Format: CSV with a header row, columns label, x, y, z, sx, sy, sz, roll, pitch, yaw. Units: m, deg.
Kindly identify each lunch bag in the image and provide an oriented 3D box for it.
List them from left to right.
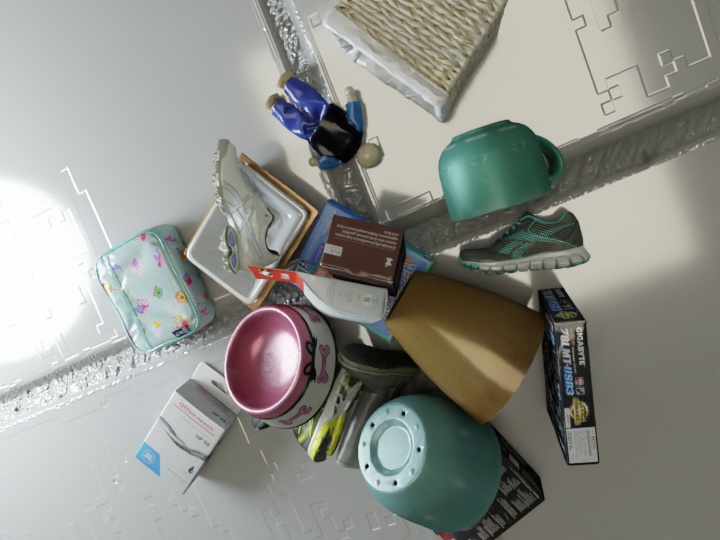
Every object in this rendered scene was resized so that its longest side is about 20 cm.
label,x,y,z,sx,sy,sz,roll,pitch,yaw
lunch bag,-0.356,0.038,1.077,0.158,0.077,0.203,-23,96,14

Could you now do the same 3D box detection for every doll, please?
label,x,y,z,sx,sy,sz,roll,pitch,yaw
doll,-0.051,-0.230,0.983,0.199,0.048,0.137,37,106,2

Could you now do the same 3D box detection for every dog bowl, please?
label,x,y,z,sx,sy,sz,roll,pitch,yaw
dog bowl,-0.135,0.146,0.998,0.197,0.073,0.205,-11,70,31

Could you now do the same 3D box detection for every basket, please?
label,x,y,z,sx,sy,sz,roll,pitch,yaw
basket,0.078,-0.334,0.865,0.198,0.198,0.162,34,101,3

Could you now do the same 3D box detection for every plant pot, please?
label,x,y,z,sx,sy,sz,roll,pitch,yaw
plant pot,0.091,0.281,0.946,0.198,0.160,0.205,-19,57,33
plant pot,0.141,0.092,0.934,0.198,0.187,0.188,32,105,0

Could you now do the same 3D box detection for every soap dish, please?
label,x,y,z,sx,sy,sz,roll,pitch,yaw
soap dish,-0.177,-0.063,1.022,0.156,0.081,0.202,35,105,2

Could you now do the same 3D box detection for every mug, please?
label,x,y,z,sx,sy,sz,roll,pitch,yaw
mug,0.196,-0.152,0.913,0.150,0.184,0.117,-14,97,37

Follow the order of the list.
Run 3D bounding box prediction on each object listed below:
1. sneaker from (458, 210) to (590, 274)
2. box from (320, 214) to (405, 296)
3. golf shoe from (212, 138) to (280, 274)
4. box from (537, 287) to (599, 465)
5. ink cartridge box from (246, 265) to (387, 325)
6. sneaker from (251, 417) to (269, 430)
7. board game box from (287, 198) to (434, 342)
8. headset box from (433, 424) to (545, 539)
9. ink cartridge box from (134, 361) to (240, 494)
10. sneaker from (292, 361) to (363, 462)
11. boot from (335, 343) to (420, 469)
label,x,y,z,sx,sy,sz,roll,pitch,yaw
sneaker,0.247,-0.044,0.961,0.195,0.078,0.094,-6,84,8
box,0.010,-0.016,0.886,0.098,0.200,0.077,13,86,6
golf shoe,-0.172,-0.099,0.947,0.095,0.078,0.205,-7,105,-6
box,0.299,0.145,0.912,0.048,0.200,0.203,-5,99,9
ink cartridge box,-0.066,0.038,0.915,0.195,0.160,0.048,10,82,-4
sneaker,-0.131,0.187,1.078,0.079,0.075,0.201,41,103,19
board game box,0.000,0.000,1.020,0.197,0.045,0.154,30,104,4
headset box,0.181,0.370,1.042,0.149,0.075,0.200,45,105,0
ink cartridge box,-0.303,0.281,1.120,0.115,0.067,0.202,35,105,3
sneaker,-0.060,0.218,1.058,0.084,0.074,0.203,24,91,33
boot,0.002,0.226,1.019,0.179,0.073,0.203,17,110,-36
